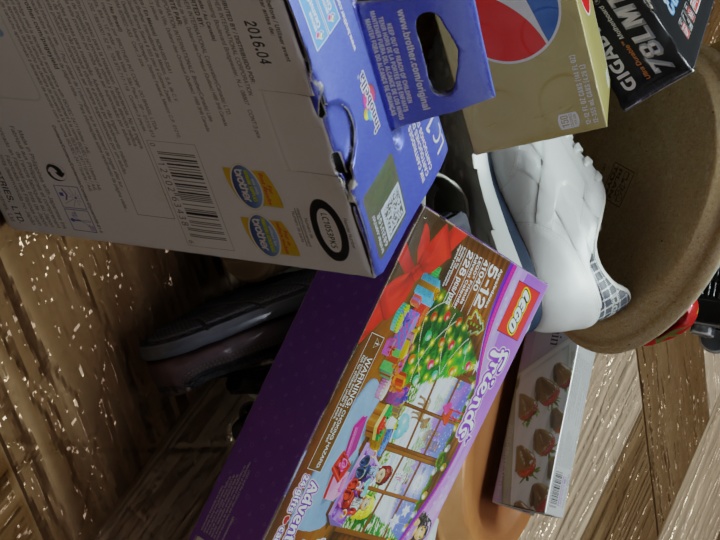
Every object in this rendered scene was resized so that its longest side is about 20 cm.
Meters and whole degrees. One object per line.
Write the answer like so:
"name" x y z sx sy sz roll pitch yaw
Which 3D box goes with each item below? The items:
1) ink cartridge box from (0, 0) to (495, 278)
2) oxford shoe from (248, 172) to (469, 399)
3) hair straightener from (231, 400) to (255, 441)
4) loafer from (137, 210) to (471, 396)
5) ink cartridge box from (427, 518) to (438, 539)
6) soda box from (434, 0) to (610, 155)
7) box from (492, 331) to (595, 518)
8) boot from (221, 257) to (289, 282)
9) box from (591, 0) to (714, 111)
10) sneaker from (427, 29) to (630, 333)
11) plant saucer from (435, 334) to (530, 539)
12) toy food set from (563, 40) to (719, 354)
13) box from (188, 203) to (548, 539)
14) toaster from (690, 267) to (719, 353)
"ink cartridge box" -0.054 -0.075 0.587 0.077 0.198 0.137 -60 146 -36
"oxford shoe" 0.000 0.000 0.872 0.200 0.057 0.076 -46 141 -45
"hair straightener" -0.007 0.091 0.830 0.200 0.041 0.078 -6 75 -68
"loafer" -0.014 0.027 0.786 0.199 0.072 0.064 -24 101 -39
"ink cartridge box" -0.023 0.204 0.903 0.200 0.050 0.164 26 74 -67
"soda box" 0.061 -0.161 0.752 0.064 0.067 0.202 -70 146 -61
"box" 0.129 0.060 1.079 0.041 0.038 0.202 26 74 -63
"boot" -0.032 -0.109 0.783 0.166 0.072 0.202 -51 143 -57
"box" 0.118 -0.209 0.868 0.199 0.049 0.200 55 30 -15
"sneaker" 0.093 -0.061 0.944 0.076 0.080 0.202 131 -54 -74
"plant saucer" 0.086 0.109 1.091 0.200 0.037 0.202 -25 119 -59
"toy food set" 0.172 -0.047 0.988 0.048 0.198 0.202 17 86 -27
"box" 0.004 0.072 0.759 0.137 0.039 0.201 26 89 -57
"toaster" 0.219 -0.052 1.155 0.119 0.179 0.202 29 71 -67
